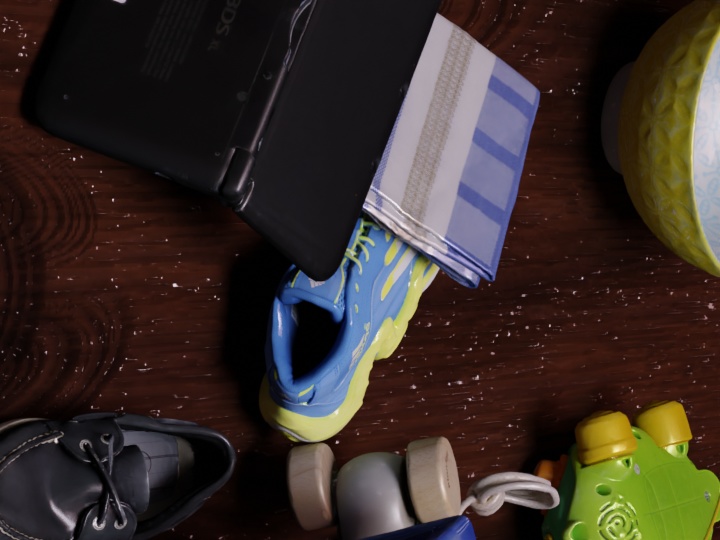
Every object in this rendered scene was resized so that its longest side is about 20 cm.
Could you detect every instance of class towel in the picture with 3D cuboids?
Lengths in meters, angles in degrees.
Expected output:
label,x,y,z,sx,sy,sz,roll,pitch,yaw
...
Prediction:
label,x,y,z,sx,sy,sz,roll,pitch,yaw
towel,0.013,-0.094,1.523,0.200,0.024,0.147,32,57,-27

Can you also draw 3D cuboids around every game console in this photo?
label,x,y,z,sx,sy,sz,roll,pitch,yaw
game console,-0.060,-0.122,1.434,0.116,0.176,0.200,106,4,-74

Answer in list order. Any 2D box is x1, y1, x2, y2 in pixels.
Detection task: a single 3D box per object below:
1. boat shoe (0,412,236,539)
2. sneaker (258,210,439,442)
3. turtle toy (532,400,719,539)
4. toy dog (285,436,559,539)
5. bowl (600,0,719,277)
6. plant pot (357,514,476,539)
label,x,y,z,sx,sy,sz,roll,pitch,yaw
boat shoe,-0.130,0.108,1.386,0.199,0.066,0.075,7,73,-60
sneaker,0.000,0.000,1.530,0.105,0.076,0.200,78,31,-75
turtle toy,0.184,0.167,1.819,0.200,0.101,0.146,-6,79,-55
toy dog,0.026,0.162,1.581,0.200,0.132,0.096,26,58,-53
bowl,0.227,-0.097,1.816,0.200,0.108,0.200,-16,110,-52
plant pot,-0.027,0.244,1.388,0.200,0.200,0.180,-12,88,-78
